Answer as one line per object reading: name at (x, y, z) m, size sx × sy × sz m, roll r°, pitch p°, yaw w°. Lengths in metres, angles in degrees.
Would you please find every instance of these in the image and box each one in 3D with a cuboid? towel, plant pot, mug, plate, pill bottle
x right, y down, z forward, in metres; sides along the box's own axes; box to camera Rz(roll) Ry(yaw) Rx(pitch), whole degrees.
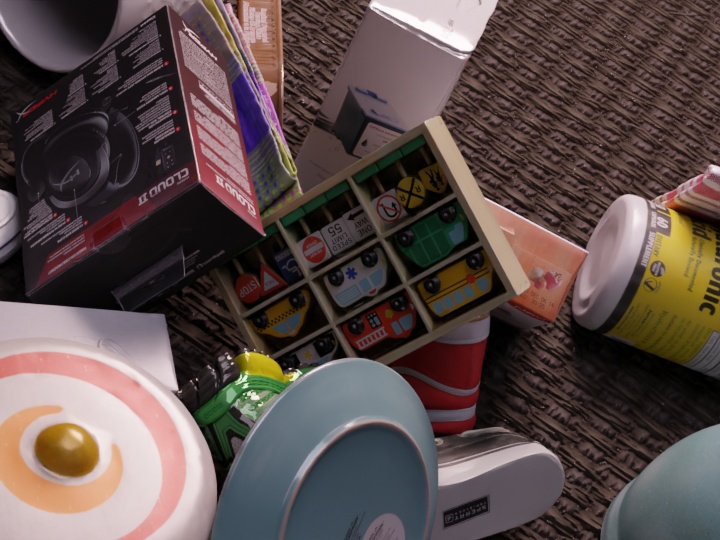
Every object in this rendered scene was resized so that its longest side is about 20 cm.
towel at (0.305, -0.034, 1.338) m, size 0.146 × 0.200 × 0.030 m, roll 21°, pitch 76°, yaw -8°
plant pot at (0.283, 0.179, 1.136) m, size 0.199 × 0.134 × 0.201 m, roll 15°, pitch 42°, yaw -14°
mug at (-0.173, -0.261, 1.303) m, size 0.148 × 0.200 × 0.175 m, roll 43°, pitch 34°, yaw 16°
towel at (-0.127, -0.095, 1.211) m, size 0.023 × 0.143 × 0.201 m, roll 34°, pitch 27°, yaw -53°
plate at (-0.010, 0.152, 0.976) m, size 0.025 × 0.201 × 0.200 m, roll 10°, pitch 26°, yaw 40°
pill bottle at (0.277, 0.025, 1.309) m, size 0.199 × 0.112 × 0.112 m, roll 21°, pitch 41°, yaw -8°

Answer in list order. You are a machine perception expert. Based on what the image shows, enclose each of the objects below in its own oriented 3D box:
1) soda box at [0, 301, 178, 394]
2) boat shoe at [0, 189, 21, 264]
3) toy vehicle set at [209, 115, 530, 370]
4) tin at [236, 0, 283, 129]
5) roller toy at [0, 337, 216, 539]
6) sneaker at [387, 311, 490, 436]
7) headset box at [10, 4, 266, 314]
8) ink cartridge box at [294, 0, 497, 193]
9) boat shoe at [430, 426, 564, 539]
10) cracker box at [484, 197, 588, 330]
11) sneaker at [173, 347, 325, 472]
soda box at (-0.219, 0.064, 1.043) m, size 0.199 × 0.064 × 0.068 m, roll 6°, pitch 45°, yaw -23°
boat shoe at (-0.303, -0.029, 1.093) m, size 0.199 × 0.067 × 0.074 m, roll -17°, pitch 57°, yaw -39°
toy vehicle set at (0.000, 0.000, 1.097) m, size 0.125 × 0.199 × 0.026 m, roll 61°, pitch 30°, yaw 0°
tin at (-0.081, -0.147, 1.297) m, size 0.042 × 0.112 × 0.201 m, roll 5°, pitch 44°, yaw -9°
roller toy at (-0.178, 0.137, 0.931) m, size 0.182 × 0.140 × 0.200 m, roll 33°, pitch 42°, yaw 9°
sneaker at (0.014, 0.053, 1.187) m, size 0.071 × 0.113 × 0.200 m, roll -12°, pitch 24°, yaw -35°
headset box at (-0.154, -0.060, 1.132) m, size 0.077 × 0.148 × 0.201 m, roll 40°, pitch 25°, yaw -44°
ink cartridge box at (0.026, -0.141, 1.281) m, size 0.086 × 0.200 × 0.147 m, roll 27°, pitch 40°, yaw 1°
boat shoe at (0.036, 0.149, 1.095) m, size 0.199 × 0.071 × 0.064 m, roll -9°, pitch 25°, yaw -27°
cracker box at (0.080, -0.013, 1.196) m, size 0.133 × 0.058 × 0.200 m, roll 28°, pitch -4°, yaw 2°
sneaker at (-0.045, 0.109, 1.042) m, size 0.085 × 0.078 × 0.200 m, roll 59°, pitch 16°, yaw 19°
